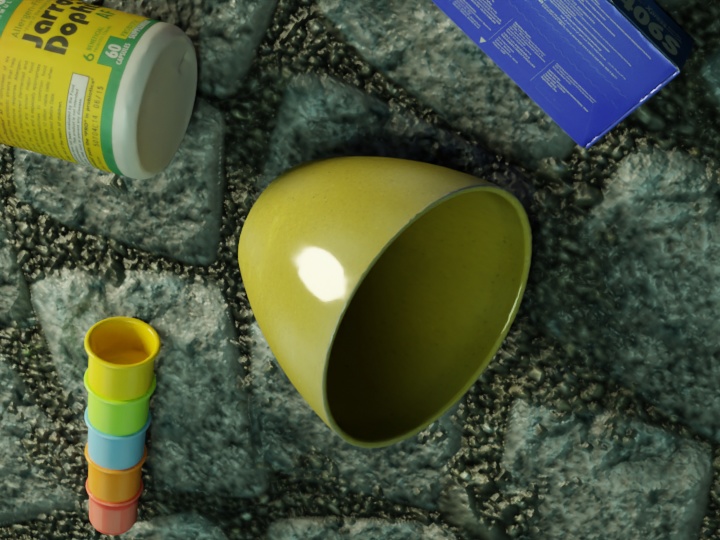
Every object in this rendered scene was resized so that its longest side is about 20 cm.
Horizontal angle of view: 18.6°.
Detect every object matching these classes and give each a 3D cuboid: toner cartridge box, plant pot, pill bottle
[{"bbox_3d":[0.110,-0.180,1.408,0.200,0.043,0.095,44,128,-8],"label":"toner cartridge box"},{"bbox_3d":[0.000,0.000,1.510,0.142,0.200,0.200,34,135,34],"label":"plant pot"},{"bbox_3d":[-0.226,-0.140,1.549,0.200,0.113,0.113,15,127,16],"label":"pill bottle"}]

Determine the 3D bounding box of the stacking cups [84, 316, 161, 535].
[{"bbox_3d":[-0.195,0.128,1.762,0.060,0.061,0.200,20,133,12],"label":"stacking cups"}]
